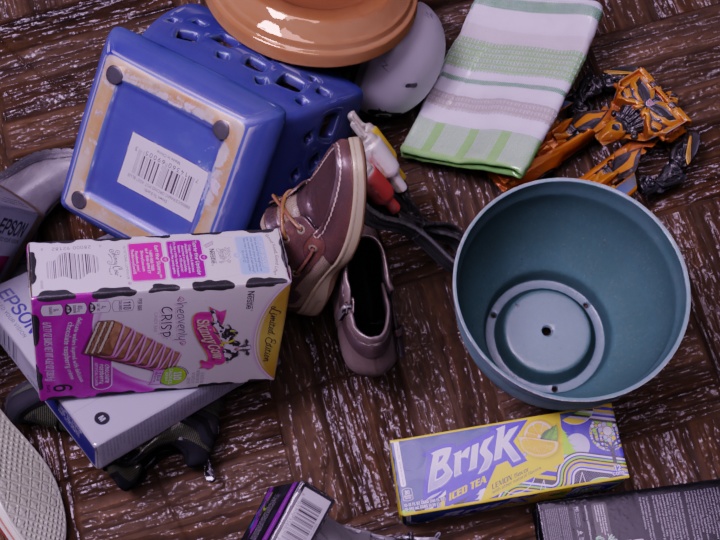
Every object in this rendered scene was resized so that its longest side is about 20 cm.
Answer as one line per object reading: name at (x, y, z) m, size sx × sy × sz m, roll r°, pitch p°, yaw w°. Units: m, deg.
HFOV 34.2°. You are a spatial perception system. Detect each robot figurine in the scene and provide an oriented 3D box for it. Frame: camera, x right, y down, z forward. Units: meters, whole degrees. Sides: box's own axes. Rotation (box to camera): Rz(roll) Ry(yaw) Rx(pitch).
robot figurine at (-0.013, -0.233, 1.148) m, size 0.200 × 0.125 × 0.151 m, roll 32°, pitch 78°, yaw 13°
robot figurine at (0.231, -0.117, 1.129) m, size 0.200 × 0.058 × 0.145 m, roll -35°, pitch 73°, yaw -9°

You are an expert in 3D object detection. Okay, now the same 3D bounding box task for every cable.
cable at (0.048, -0.052, 1.049) m, size 0.050 × 0.200 × 0.097 m, roll -33°, pitch 32°, yaw 29°

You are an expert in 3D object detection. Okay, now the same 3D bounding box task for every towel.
towel at (0.135, -0.186, 1.136) m, size 0.149 × 0.031 × 0.201 m, roll 12°, pitch 66°, yaw 38°

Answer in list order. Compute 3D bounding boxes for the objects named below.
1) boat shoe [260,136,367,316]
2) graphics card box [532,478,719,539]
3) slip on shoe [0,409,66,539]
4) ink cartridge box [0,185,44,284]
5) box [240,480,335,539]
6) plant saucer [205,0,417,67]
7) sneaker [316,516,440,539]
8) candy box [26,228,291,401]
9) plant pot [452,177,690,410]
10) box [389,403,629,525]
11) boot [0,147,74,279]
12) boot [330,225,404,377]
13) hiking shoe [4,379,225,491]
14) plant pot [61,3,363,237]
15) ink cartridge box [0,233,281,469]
boat shoe at (-0.047, -0.033, 0.972) m, size 0.072 × 0.200 × 0.072 m, roll 5°, pitch 53°, yaw -18°
graphics card box at (0.255, 0.251, 1.004) m, size 0.199 × 0.051 × 0.126 m, roll -8°, pitch 71°, yaw -1°
slip on shoe at (-0.334, 0.181, 1.054) m, size 0.061 × 0.074 × 0.200 m, roll -43°, pitch 80°, yaw 28°
ink cartridge box at (-0.368, -0.003, 0.997) m, size 0.075 × 0.200 × 0.165 m, roll 30°, pitch 91°, yaw 5°
box at (-0.083, 0.242, 0.945) m, size 0.036 × 0.200 × 0.143 m, roll 31°, pitch 75°, yaw -5°
plant saucer at (-0.043, -0.267, 1.065) m, size 0.199 × 0.038 × 0.201 m, roll 5°, pitch 53°, yaw -6°
sneaker at (0.038, 0.257, 1.010) m, size 0.199 × 0.075 × 0.082 m, roll 30°, pitch 64°, yaw 2°
candy box at (-0.163, 0.037, 0.947) m, size 0.199 × 0.137 × 0.061 m, roll -5°, pitch 51°, yaw -15°
plant pot at (0.174, 0.037, 1.036) m, size 0.199 × 0.134 × 0.201 m, roll 1°, pitch 68°, yaw -2°
box at (0.127, 0.171, 1.031) m, size 0.199 × 0.064 × 0.070 m, roll -10°, pitch 70°, yaw 0°
boot at (-0.321, -0.038, 1.129) m, size 0.199 × 0.070 × 0.132 m, roll -13°, pitch 73°, yaw 10°
boot at (0.000, 0.000, 1.051) m, size 0.070 × 0.146 × 0.201 m, roll -11°, pitch 71°, yaw -5°
hiking shoe at (-0.224, 0.144, 1.049) m, size 0.199 × 0.076 × 0.101 m, roll 1°, pitch 66°, yaw 2°
plant pot at (-0.139, -0.105, 1.036) m, size 0.199 × 0.180 × 0.201 m, roll 28°, pitch 111°, yaw 13°
ink cartridge box at (-0.203, 0.052, 1.045) m, size 0.200 × 0.041 × 0.200 m, roll -29°, pitch 60°, yaw -32°
